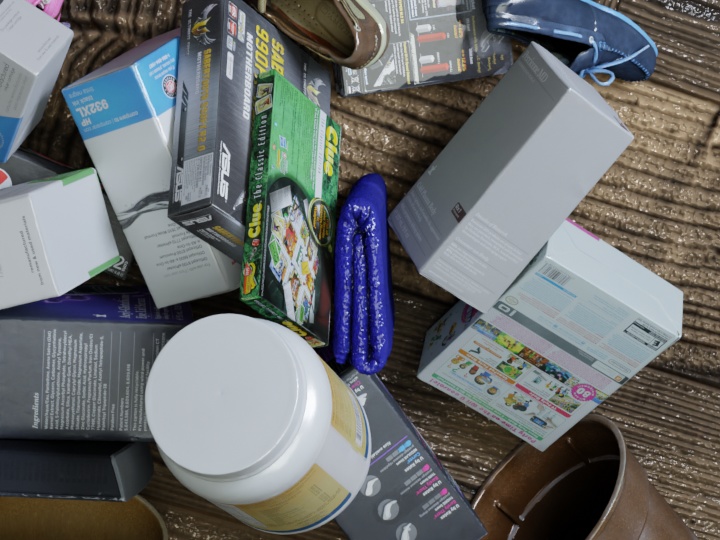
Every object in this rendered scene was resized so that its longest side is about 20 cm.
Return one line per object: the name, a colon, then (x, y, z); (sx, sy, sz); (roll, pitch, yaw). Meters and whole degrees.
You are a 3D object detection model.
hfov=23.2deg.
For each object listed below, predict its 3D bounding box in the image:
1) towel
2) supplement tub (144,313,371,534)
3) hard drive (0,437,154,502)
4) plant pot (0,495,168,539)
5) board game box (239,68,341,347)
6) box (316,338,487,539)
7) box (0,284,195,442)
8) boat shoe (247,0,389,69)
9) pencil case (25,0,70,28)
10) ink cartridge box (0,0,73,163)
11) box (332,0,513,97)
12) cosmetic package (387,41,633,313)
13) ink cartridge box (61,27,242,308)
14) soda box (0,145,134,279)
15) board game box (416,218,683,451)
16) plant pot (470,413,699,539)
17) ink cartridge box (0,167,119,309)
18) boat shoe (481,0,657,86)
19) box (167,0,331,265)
towel: (0.000, 0.000, 1.496); (0.049, 0.200, 0.150); (-4, 98, 3)
supplement tub: (-0.080, 0.122, 1.387); (0.143, 0.200, 0.147); (-5, 70, 13)
hard drive: (-0.244, 0.159, 1.478); (0.133, 0.200, 0.043); (3, 92, 0)
plant pot: (-0.270, 0.313, 1.535); (0.184, 0.187, 0.202); (5, 113, -10)
board game box: (-0.054, -0.050, 1.407); (0.023, 0.202, 0.105); (-14, 149, 31)
box: (0.008, 0.173, 1.569); (0.106, 0.122, 0.201); (-37, 104, 0)
box: (-0.242, 0.076, 1.496); (0.197, 0.148, 0.106); (2, 101, -10)
boat shoe: (-0.065, -0.243, 1.468); (0.201, 0.075, 0.075); (36, 113, 8)
pencil case: (-0.247, -0.303, 1.448); (0.090, 0.094, 0.202); (18, 99, -31)
ink cartridge box: (-0.344, -0.192, 1.422); (0.199, 0.068, 0.116); (32, 136, -2)
box: (0.045, -0.262, 1.527); (0.156, 0.050, 0.203); (-10, 103, -8)
cosmetic package: (0.125, -0.078, 1.472); (0.090, 0.107, 0.201); (29, 106, -28)
ink cartridge box: (-0.145, -0.091, 1.473); (0.083, 0.145, 0.202); (-14, 106, 29)
soda box: (-0.280, -0.064, 1.500); (0.198, 0.071, 0.064); (24, 98, -13)
board game box: (0.165, 0.057, 1.547); (0.147, 0.065, 0.200); (31, 131, -16)
plant pot: (0.224, 0.270, 1.598); (0.198, 0.200, 0.201); (42, 92, -21)
ink cartridge box: (-0.312, -0.012, 1.385); (0.198, 0.146, 0.085); (-13, 98, 14)
boat shoe: (0.175, -0.198, 1.530); (0.198, 0.084, 0.070); (19, 71, -29)
box: (-0.088, -0.106, 1.444); (0.158, 0.048, 0.202); (34, 50, -48)
